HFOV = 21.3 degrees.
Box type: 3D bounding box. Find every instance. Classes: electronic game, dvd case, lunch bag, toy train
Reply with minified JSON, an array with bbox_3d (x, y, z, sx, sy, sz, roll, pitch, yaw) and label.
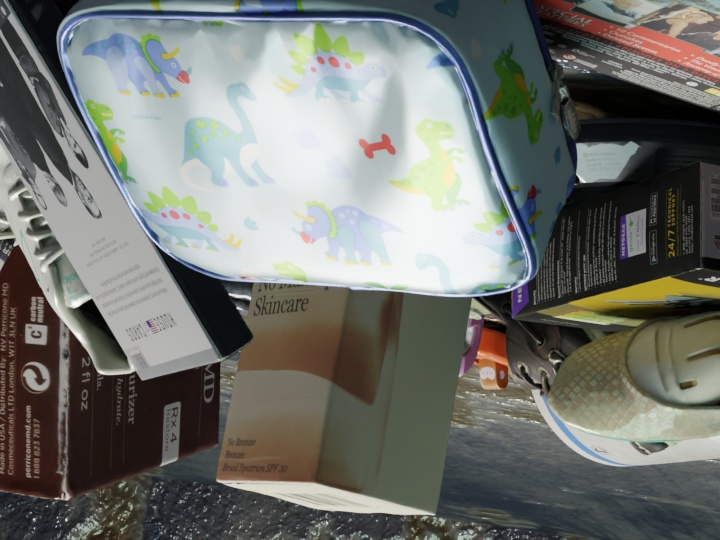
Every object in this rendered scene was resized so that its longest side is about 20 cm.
[{"bbox_3d":[0.136,-0.044,0.981,0.199,0.042,0.200,2,169,0],"label":"electronic game"},{"bbox_3d":[0.146,-0.106,0.743,0.146,0.022,0.200,15,168,-22],"label":"dvd case"},{"bbox_3d":[-0.016,-0.071,0.787,0.200,0.083,0.161,4,137,30],"label":"lunch bag"},{"bbox_3d":[-0.132,-0.040,0.944,0.025,0.200,0.150,-33,-174,-21],"label":"dvd case"},{"bbox_3d":[0.039,0.068,1.544,0.200,0.056,0.150,-2,162,44],"label":"toy train"}]

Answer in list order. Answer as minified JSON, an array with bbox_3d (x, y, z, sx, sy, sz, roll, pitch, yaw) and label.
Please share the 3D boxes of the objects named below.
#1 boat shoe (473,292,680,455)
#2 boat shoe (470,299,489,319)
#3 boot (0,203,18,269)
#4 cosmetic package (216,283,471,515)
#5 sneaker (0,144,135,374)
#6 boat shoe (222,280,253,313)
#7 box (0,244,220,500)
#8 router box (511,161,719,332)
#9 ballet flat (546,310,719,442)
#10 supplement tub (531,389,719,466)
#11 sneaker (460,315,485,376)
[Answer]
[{"bbox_3d":[0.112,0.042,1.056,0.073,0.065,0.200,41,-170,-37],"label":"boat shoe"},{"bbox_3d":[-0.001,0.012,1.303,0.199,0.062,0.072,10,168,0],"label":"boat shoe"},{"bbox_3d":[-0.197,-0.044,1.133,0.200,0.096,0.074,5,167,23],"label":"boot"},{"bbox_3d":[-0.003,0.029,1.060,0.087,0.201,0.103,19,163,-34],"label":"cosmetic package"},{"bbox_3d":[-0.159,-0.028,1.058,0.070,0.080,0.201,-22,123,8],"label":"sneaker"},{"bbox_3d":[0.000,0.000,1.180,0.200,0.091,0.071,14,167,-18],"label":"boat shoe"},{"bbox_3d":[-0.208,0.046,1.269,0.164,0.166,0.200,4,-173,24],"label":"box"},{"bbox_3d":[0.199,0.000,0.948,0.200,0.052,0.157,8,167,-26],"label":"router box"},{"bbox_3d":[0.189,0.042,0.913,0.199,0.068,0.062,-1,141,1],"label":"ballet flat"},{"bbox_3d":[0.196,0.048,1.145,0.132,0.132,0.200,14,167,-17],"label":"supplement tub"},{"bbox_3d":[0.007,0.060,1.354,0.088,0.081,0.200,23,-149,25],"label":"sneaker"}]
